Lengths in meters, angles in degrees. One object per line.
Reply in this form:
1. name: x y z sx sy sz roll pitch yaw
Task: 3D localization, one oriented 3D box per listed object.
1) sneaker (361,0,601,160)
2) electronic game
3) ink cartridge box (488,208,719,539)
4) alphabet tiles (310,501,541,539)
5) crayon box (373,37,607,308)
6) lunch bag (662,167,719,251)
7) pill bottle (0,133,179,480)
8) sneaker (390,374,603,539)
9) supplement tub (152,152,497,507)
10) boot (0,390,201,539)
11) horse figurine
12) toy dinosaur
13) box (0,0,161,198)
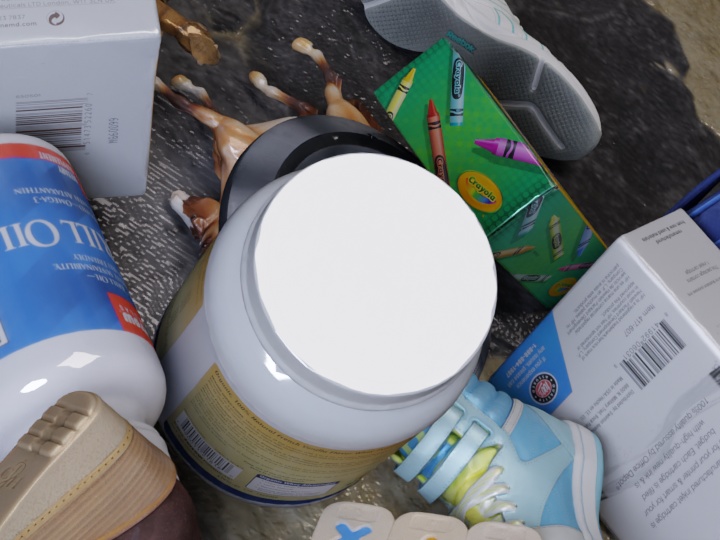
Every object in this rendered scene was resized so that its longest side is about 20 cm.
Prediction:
1. sneaker: 0.097 -0.160 1.523 0.200 0.070 0.080 41 35 4
2. electronic game: 0.000 0.000 1.277 0.200 0.042 0.200 20 56 -32
3. ink cartridge box: 0.197 0.088 1.288 0.200 0.146 0.084 50 37 14
4. alphabet tiles: 0.017 0.185 1.065 0.199 0.015 0.196 7 33 11
5. crayon box: 0.087 -0.056 1.337 0.119 0.058 0.200 55 6 19
6. lunch bag: 0.249 0.000 1.368 0.136 0.200 0.133 -18 74 -51
7. pill bottle: -0.163 0.040 1.072 0.112 0.112 0.200 -2 53 -40
8. sneaker: 0.067 0.136 1.191 0.130 0.080 0.200 31 29 -15
9. supplement tub: -0.021 0.032 1.095 0.144 0.200 0.145 6 70 -16
10. boot: -0.143 0.170 0.953 0.200 0.072 0.167 -43 127 -22
11. horse figurine: -0.051 -0.084 1.342 0.200 0.050 0.133 -12 54 -42
12. toy dinosaur: -0.178 -0.175 1.309 0.199 0.061 0.106 11 22 -6
13. box: -0.177 -0.160 1.188 0.106 0.152 0.200 -5 61 -11
